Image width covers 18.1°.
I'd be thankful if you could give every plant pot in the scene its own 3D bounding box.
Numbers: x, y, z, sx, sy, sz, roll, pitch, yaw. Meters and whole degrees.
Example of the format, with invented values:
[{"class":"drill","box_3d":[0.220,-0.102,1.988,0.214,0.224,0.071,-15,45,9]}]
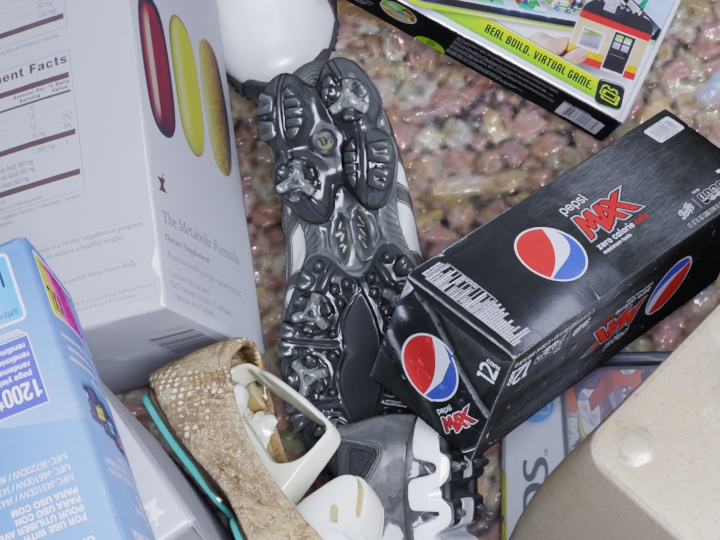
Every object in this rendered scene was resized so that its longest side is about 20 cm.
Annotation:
[{"class":"plant pot","box_3d":[0.188,0.097,0.934,0.200,0.177,0.200,-44,70,-10]}]

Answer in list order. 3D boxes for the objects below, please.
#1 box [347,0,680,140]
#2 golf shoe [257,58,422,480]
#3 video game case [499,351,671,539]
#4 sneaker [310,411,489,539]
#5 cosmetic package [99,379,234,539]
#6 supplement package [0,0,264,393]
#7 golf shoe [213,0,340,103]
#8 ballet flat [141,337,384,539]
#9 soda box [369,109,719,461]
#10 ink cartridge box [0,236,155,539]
[{"class":"box","box_3d":[0.060,-0.161,1.122,0.199,0.035,0.110,28,74,-5]},{"class":"golf shoe","box_3d":[0.000,0.000,1.082,0.077,0.094,0.201,-4,92,7]},{"class":"video game case","box_3d":[0.163,0.124,1.035,0.199,0.026,0.181,-2,68,8]},{"class":"sneaker","box_3d":[0.011,0.158,1.017,0.090,0.066,0.201,-2,86,20]},{"class":"cosmetic package","box_3d":[-0.112,0.129,0.981,0.107,0.200,0.090,-35,67,-6]},{"class":"supplement package","box_3d":[-0.128,-0.053,1.084,0.109,0.114,0.201,-15,72,18]},{"class":"golf shoe","box_3d":[-0.057,-0.186,1.159,0.077,0.095,0.201,-9,69,4]},{"class":"ballet flat","box_3d":[-0.030,0.097,0.973,0.065,0.071,0.200,-38,53,1]},{"class":"soda box","box_3d":[0.096,0.003,1.021,0.063,0.071,0.200,40,46,21]},{"class":"ink cartridge box","box_3d":[-0.148,0.108,0.851,0.136,0.076,0.201,-23,70,2]}]
